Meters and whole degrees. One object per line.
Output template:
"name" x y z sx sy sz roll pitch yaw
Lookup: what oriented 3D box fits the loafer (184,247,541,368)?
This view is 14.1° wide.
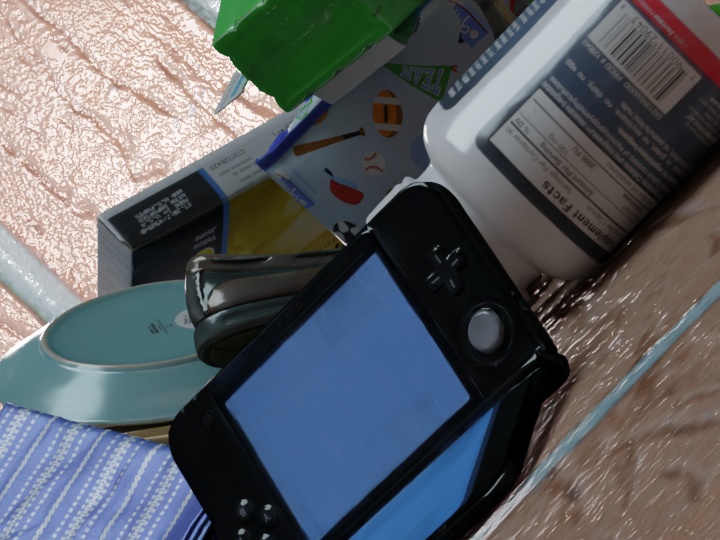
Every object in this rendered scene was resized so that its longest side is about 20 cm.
"loafer" 0.000 0.000 1.610 0.199 0.063 0.072 -12 -25 -12

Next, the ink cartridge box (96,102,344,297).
"ink cartridge box" -0.079 -0.008 1.862 0.197 0.047 0.201 -32 -30 -25

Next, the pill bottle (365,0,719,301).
"pill bottle" 0.102 -0.066 1.483 0.200 0.120 0.120 -45 4 8

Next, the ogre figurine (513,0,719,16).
"ogre figurine" 0.170 -0.172 1.607 0.098 0.199 0.121 42 -107 -84

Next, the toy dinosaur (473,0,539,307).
"toy dinosaur" 0.097 -0.071 1.582 0.088 0.201 0.047 1 -13 -38

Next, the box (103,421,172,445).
"box" -0.089 0.091 1.587 0.199 0.021 0.163 -9 0 23

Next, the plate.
"plate" -0.115 0.040 1.675 0.199 0.026 0.200 -7 19 3

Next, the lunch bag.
"lunch bag" 0.070 -0.090 1.721 0.200 0.170 0.124 -45 9 36

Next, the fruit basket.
"fruit basket" 0.006 -0.186 1.659 0.185 0.094 0.200 -36 14 44

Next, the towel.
"towel" -0.155 0.138 1.457 0.199 0.024 0.145 10 59 45

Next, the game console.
"game console" -0.014 0.082 1.301 0.200 0.176 0.116 -44 -24 25
